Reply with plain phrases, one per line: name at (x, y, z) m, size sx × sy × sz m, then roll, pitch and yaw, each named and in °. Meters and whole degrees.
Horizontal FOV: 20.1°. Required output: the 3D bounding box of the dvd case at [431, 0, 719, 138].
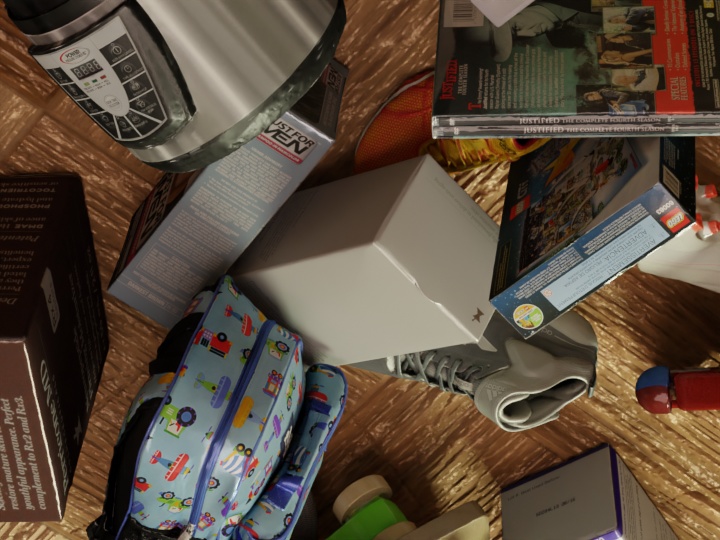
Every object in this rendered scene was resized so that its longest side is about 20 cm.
dvd case at (0.147, -0.135, 1.295) m, size 0.200 × 0.146 × 0.022 m, roll 0°, pitch 131°, yaw 4°

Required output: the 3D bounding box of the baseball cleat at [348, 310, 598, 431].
baseball cleat at (0.071, 0.065, 1.468) m, size 0.200 × 0.106 × 0.070 m, roll -2°, pitch 130°, yaw 9°

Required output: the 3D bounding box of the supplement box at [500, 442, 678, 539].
supplement box at (0.202, 0.251, 1.593) m, size 0.101 × 0.103 × 0.200 m, roll -27°, pitch 121°, yaw 20°

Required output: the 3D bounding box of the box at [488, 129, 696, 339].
box at (0.153, -0.056, 1.317) m, size 0.137 × 0.200 × 0.038 m, roll -37°, pitch 109°, yaw 27°

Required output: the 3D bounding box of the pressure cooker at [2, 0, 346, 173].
pressure cooker at (-0.130, -0.182, 1.271) m, size 0.176 × 0.179 × 0.200 m, roll -40°, pitch 116°, yaw 0°

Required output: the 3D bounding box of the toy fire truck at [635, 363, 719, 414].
toy fire truck at (0.279, 0.082, 1.416) m, size 0.168 × 0.200 × 0.112 m, roll -6°, pitch 89°, yaw 12°

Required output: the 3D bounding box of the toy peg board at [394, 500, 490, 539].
toy peg board at (0.032, 0.305, 1.546) m, size 0.199 × 0.098 × 0.200 m, roll -26°, pitch 142°, yaw -15°

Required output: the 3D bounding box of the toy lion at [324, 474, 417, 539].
toy lion at (-0.041, 0.268, 1.605) m, size 0.200 × 0.069 × 0.192 m, roll -31°, pitch 151°, yaw -9°

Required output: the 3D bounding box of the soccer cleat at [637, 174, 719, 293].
soccer cleat at (0.233, -0.019, 1.393) m, size 0.078 × 0.069 × 0.200 m, roll -14°, pitch 156°, yaw 33°

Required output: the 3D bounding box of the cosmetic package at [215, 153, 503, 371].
cosmetic package at (0.000, 0.000, 1.388) m, size 0.108 × 0.085 × 0.200 m, roll 45°, pitch 147°, yaw -24°

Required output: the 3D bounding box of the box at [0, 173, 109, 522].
box at (-0.282, 0.053, 1.433) m, size 0.164 × 0.200 × 0.166 m, roll -1°, pitch 126°, yaw 5°

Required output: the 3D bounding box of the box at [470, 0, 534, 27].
box at (0.101, -0.282, 1.227) m, size 0.200 × 0.097 × 0.176 m, roll -34°, pitch 118°, yaw 26°

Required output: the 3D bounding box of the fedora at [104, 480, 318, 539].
fedora at (-0.130, 0.192, 1.567) m, size 0.177 × 0.090 × 0.200 m, roll -38°, pitch 144°, yaw 0°

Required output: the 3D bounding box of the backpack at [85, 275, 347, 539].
backpack at (-0.091, 0.109, 1.384) m, size 0.134 × 0.183 × 0.200 m, roll 23°, pitch 145°, yaw 2°

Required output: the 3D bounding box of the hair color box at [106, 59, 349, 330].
hair color box at (-0.091, -0.061, 1.396) m, size 0.061 × 0.099 × 0.200 m, roll 33°, pitch 121°, yaw -16°

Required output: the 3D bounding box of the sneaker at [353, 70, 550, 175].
sneaker at (0.078, -0.101, 1.368) m, size 0.200 × 0.077 × 0.073 m, roll -27°, pitch 121°, yaw 24°
